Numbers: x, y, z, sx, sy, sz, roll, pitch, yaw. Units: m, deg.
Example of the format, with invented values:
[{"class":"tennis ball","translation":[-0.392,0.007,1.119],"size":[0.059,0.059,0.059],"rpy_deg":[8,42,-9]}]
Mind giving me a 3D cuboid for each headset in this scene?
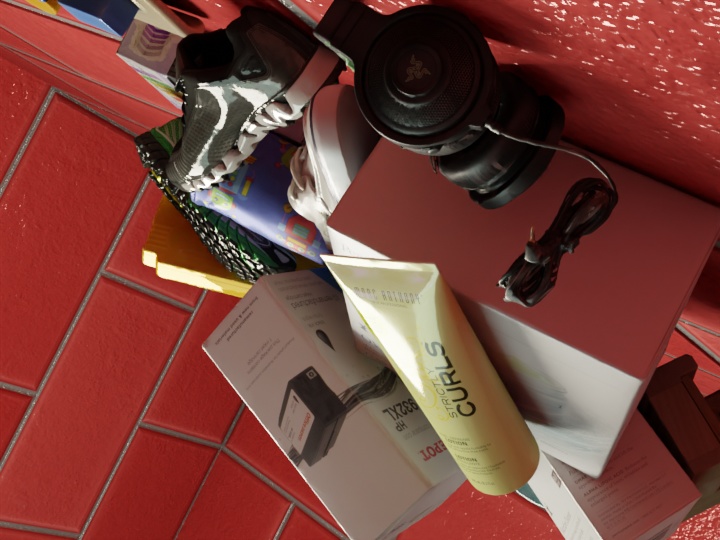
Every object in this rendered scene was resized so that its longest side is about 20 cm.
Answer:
[{"class":"headset","translation":[0.044,-0.065,0.506],"size":[0.123,0.094,0.200],"rpy_deg":[28,-171,-45]}]

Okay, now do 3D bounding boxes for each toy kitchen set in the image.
[{"class":"toy kitchen set","translation":[0.287,0.080,0.833],"size":[0.164,0.180,0.200],"rpy_deg":[63,178,26]}]

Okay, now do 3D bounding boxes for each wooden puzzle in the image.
[{"class":"wooden puzzle","translation":[-0.237,-0.229,0.757],"size":[0.185,0.046,0.200],"rpy_deg":[26,178,33]}]

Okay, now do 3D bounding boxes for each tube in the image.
[{"class":"tube","translation":[0.048,0.059,0.601],"size":[0.200,0.058,0.052],"rpy_deg":[58,-170,-39]}]

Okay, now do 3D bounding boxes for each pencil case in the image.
[{"class":"pencil case","translation":[-0.036,-0.054,0.839],"size":[0.199,0.087,0.078],"rpy_deg":[25,135,2]}]

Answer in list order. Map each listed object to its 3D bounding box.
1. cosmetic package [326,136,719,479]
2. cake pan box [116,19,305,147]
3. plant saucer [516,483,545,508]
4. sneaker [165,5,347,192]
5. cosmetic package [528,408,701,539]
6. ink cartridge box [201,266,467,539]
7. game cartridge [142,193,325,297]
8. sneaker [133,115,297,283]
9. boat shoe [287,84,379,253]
[{"class":"cosmetic package","translation":[0.100,0.013,0.664],"size":[0.199,0.123,0.200],"rpy_deg":[27,158,18]},{"class":"cake pan box","translation":[-0.107,-0.154,0.937],"size":[0.184,0.053,0.200],"rpy_deg":[25,178,6]},{"class":"plant saucer","translation":[0.153,0.119,0.931],"size":[0.027,0.201,0.200],"rpy_deg":[-20,-156,-27]},{"class":"sneaker","translation":[-0.097,-0.122,0.719],"size":[0.090,0.067,0.200],"rpy_deg":[40,144,-18]},{"class":"cosmetic package","translation":[0.156,0.120,0.779],"size":[0.200,0.081,0.113],"rpy_deg":[55,169,28]},{"class":"ink cartridge box","translation":[-0.003,0.098,0.801],"size":[0.200,0.084,0.145],"rpy_deg":[50,-157,16]},{"class":"game cartridge","translation":[-0.101,-0.059,0.998],"size":[0.175,0.201,0.033],"rpy_deg":[14,138,-4]},{"class":"sneaker","translation":[-0.118,-0.069,0.912],"size":[0.200,0.085,0.078],"rpy_deg":[50,166,21]},{"class":"boat shoe","translation":[-0.017,-0.060,0.705],"size":[0.065,0.072,0.200],"rpy_deg":[1,163,12]}]
